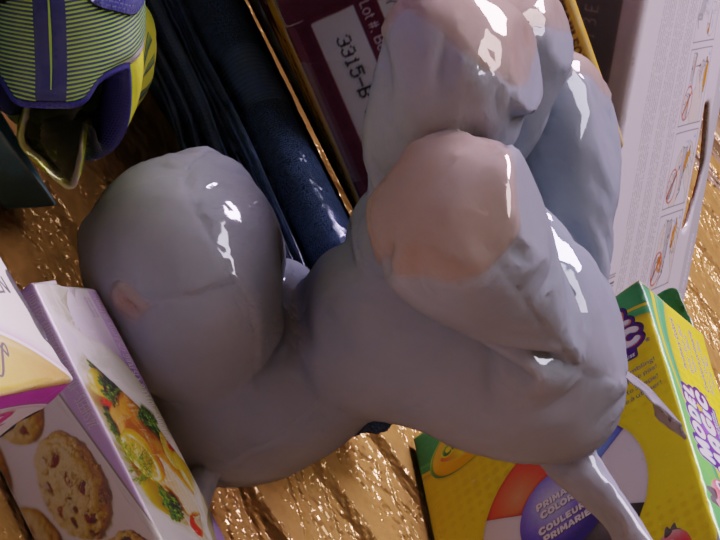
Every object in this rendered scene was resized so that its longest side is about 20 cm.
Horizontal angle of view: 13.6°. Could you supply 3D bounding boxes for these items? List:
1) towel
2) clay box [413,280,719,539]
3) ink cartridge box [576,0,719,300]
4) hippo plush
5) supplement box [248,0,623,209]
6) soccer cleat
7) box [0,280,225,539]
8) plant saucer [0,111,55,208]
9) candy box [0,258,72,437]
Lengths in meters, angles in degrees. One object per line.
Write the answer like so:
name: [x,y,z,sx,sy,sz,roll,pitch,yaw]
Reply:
towel: [-0.039,-0.037,1.103,0.200,0.048,0.112,64,2,24]
clay box: [0.084,0.092,1.100,0.048,0.115,0.200,38,25,-36]
ink cartridge box: [0.112,-0.045,1.300,0.043,0.201,0.174,13,11,17]
hippo plush: [0.000,0.000,0.968,0.160,0.160,0.200,-83,154,-44]
supplement box: [0.005,-0.123,1.123,0.200,0.103,0.131,-116,-179,-52]
soccer cleat: [-0.096,-0.062,0.932,0.200,0.064,0.084,106,-18,-80]
box: [-0.058,0.097,0.881,0.039,0.041,0.200,6,53,-63]
plant saucer: [-0.129,-0.063,0.901,0.070,0.019,0.200,59,-2,9]
candy box: [-0.175,-0.034,0.794,0.200,0.061,0.136,59,20,9]
